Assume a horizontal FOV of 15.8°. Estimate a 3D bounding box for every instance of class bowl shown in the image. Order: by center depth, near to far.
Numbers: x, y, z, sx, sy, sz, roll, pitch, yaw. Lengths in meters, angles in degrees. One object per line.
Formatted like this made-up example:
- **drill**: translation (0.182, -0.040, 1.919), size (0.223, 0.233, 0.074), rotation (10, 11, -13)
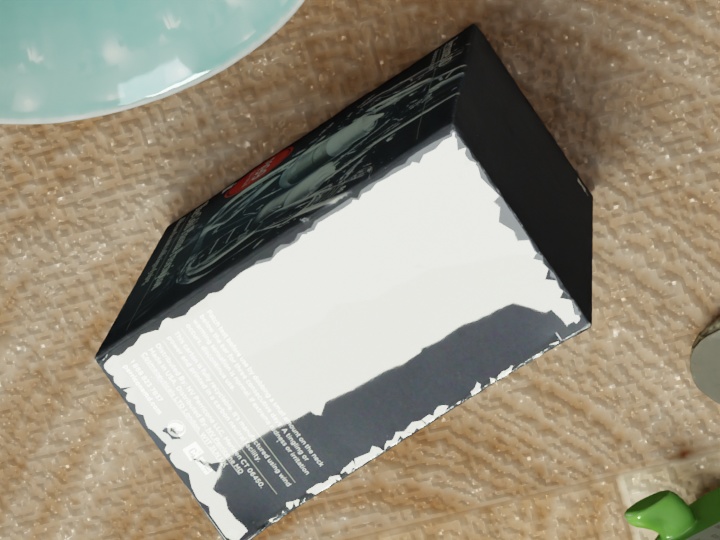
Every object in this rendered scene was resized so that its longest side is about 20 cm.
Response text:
- **bowl**: translation (-0.124, -0.159, 1.112), size (0.200, 0.201, 0.105), rotation (-25, 66, 12)

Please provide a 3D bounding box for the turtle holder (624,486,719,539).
- **turtle holder**: translation (0.221, 0.145, 1.205), size (0.141, 0.185, 0.132), rotation (-6, 110, 40)

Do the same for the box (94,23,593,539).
- **box**: translation (0.000, 0.000, 1.131), size (0.182, 0.200, 0.104), rotation (-32, 102, 13)

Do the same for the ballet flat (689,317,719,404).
- **ballet flat**: translation (0.252, 0.026, 1.205), size (0.199, 0.046, 0.068), rotation (-11, 126, 14)
